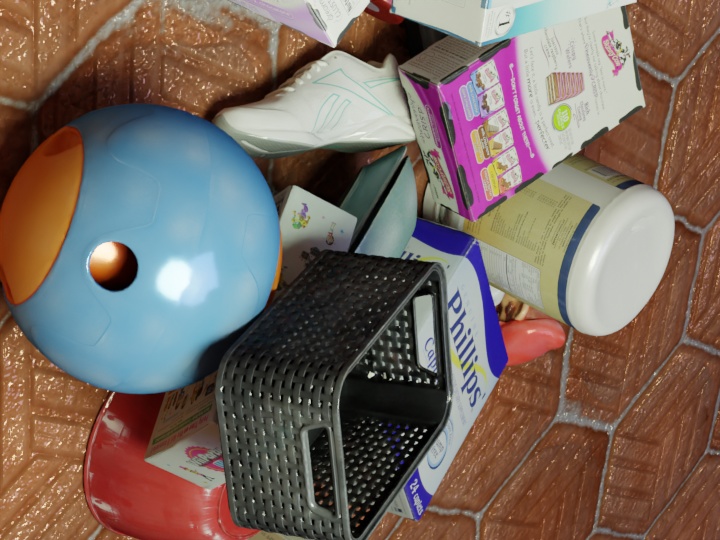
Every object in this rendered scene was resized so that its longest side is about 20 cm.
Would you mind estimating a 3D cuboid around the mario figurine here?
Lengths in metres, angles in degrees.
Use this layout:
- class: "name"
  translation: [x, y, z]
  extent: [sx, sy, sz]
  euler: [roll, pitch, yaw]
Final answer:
- class: "mario figurine"
  translation: [0.161, -0.005, 1.888]
  extent: [0.123, 0.106, 0.201]
  euler: [20, 85, -20]

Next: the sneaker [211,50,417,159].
- class: "sneaker"
  translation: [-0.041, -0.133, 1.529]
  extent: [0.199, 0.070, 0.081]
  euler: [-8, 90, -41]

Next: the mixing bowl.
- class: "mixing bowl"
  translation: [-0.120, 0.155, 1.575]
  extent: [0.200, 0.108, 0.201]
  euler: [-32, 136, -36]

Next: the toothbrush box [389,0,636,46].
- class: "toothbrush box"
  translation: [0.122, -0.253, 1.334]
  extent: [0.199, 0.085, 0.147]
  euler: [-21, 128, -48]

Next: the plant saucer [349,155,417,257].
- class: "plant saucer"
  translation: [0.000, 0.000, 1.559]
  extent: [0.202, 0.039, 0.201]
  euler: [-57, -176, 6]

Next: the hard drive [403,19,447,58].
- class: "hard drive"
  translation: [0.099, -0.208, 1.680]
  extent: [0.140, 0.033, 0.201]
  euler: [-44, 142, -26]

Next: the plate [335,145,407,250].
- class: "plate"
  translation: [-0.024, -0.024, 1.576]
  extent: [0.201, 0.025, 0.200]
  euler: [-59, -177, 5]

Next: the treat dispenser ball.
- class: "treat dispenser ball"
  translation: [-0.154, -0.015, 1.327]
  extent: [0.200, 0.200, 0.202]
  euler: [-32, 136, -37]

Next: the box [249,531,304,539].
- class: "box"
  translation: [-0.068, 0.320, 1.772]
  extent: [0.077, 0.095, 0.201]
  euler: [-14, 122, -47]

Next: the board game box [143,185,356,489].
- class: "board game box"
  translation: [-0.086, 0.053, 1.455]
  extent: [0.064, 0.147, 0.201]
  euler: [26, 64, -18]

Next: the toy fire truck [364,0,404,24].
- class: "toy fire truck"
  translation: [0.054, -0.255, 1.466]
  extent: [0.113, 0.167, 0.200]
  euler: [-57, 146, -6]

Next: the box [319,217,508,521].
- class: "box"
  translation: [0.034, 0.085, 1.699]
  extent: [0.201, 0.104, 0.184]
  euler: [-58, 149, -30]

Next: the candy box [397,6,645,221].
- class: "candy box"
  translation: [0.136, -0.152, 1.573]
  extent: [0.199, 0.061, 0.137]
  euler: [-33, 127, -21]

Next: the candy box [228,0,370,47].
- class: "candy box"
  translation: [-0.033, -0.276, 1.336]
  extent: [0.200, 0.167, 0.072]
  euler: [-54, 146, -13]

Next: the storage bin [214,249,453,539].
- class: "storage bin"
  translation: [-0.014, 0.085, 1.328]
  extent: [0.200, 0.093, 0.136]
  euler: [-49, 140, -55]

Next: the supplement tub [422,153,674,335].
- class: "supplement tub"
  translation: [0.169, -0.041, 1.738]
  extent: [0.144, 0.199, 0.145]
  euler: [-31, 136, -37]
